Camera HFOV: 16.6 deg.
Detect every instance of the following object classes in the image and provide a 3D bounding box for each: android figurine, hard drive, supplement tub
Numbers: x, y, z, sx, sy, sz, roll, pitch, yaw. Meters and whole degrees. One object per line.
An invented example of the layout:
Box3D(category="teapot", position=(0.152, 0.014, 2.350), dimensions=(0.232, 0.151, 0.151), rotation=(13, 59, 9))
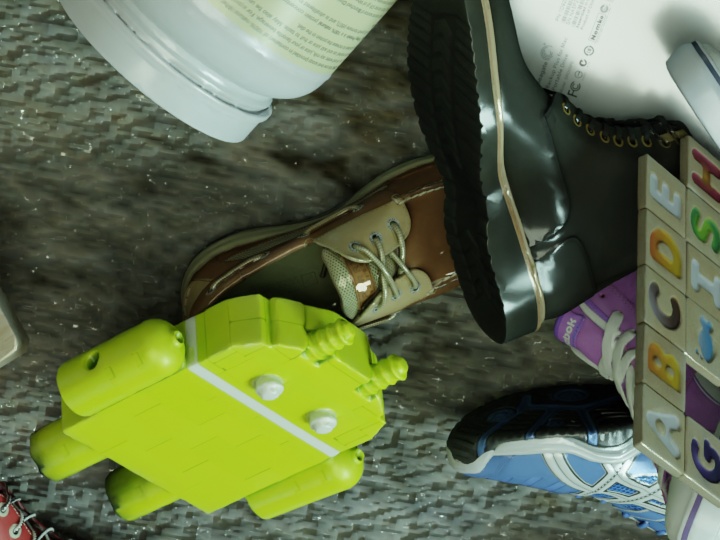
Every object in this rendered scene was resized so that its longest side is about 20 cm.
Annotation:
Box3D(category="android figurine", position=(-0.070, 0.075, 1.292), dimensions=(0.200, 0.041, 0.182), rotation=(-24, 141, 26))
Box3D(category="hard drive", position=(0.161, -0.122, 1.271), dimensions=(0.200, 0.026, 0.132), rotation=(18, 109, -6))
Box3D(category="supplement tub", position=(-0.039, -0.175, 1.192), dimensions=(0.145, 0.145, 0.200), rotation=(39, 105, -12))

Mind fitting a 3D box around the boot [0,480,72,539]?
Box3D(category="boot", position=(-0.183, 0.138, 1.349), dimensions=(0.144, 0.072, 0.200), rotation=(-2, 113, -3))

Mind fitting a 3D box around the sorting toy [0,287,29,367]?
Box3D(category="sorting toy", position=(-0.308, 0.005, 1.265), dimensions=(0.200, 0.070, 0.199), rotation=(-31, 86, 10))

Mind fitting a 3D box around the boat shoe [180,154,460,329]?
Box3D(category="boat shoe", position=(0.000, 0.000, 1.291), dimensions=(0.200, 0.074, 0.076), rotation=(-22, 108, 8))

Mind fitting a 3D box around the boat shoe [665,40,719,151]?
Box3D(category="boat shoe", position=(0.244, -0.057, 1.240), dimensions=(0.086, 0.075, 0.202), rotation=(-40, 106, 14))

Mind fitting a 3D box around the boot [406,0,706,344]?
Box3D(category="boot", position=(0.105, -0.077, 1.227), dimensions=(0.138, 0.077, 0.200), rotation=(-21, 124, -17))

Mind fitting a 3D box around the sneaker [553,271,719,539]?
Box3D(category="sneaker", position=(0.149, 0.065, 1.256), dimensions=(0.114, 0.201, 0.073), rotation=(12, 131, 6))

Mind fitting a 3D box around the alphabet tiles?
Box3D(category="alphabet tiles", position=(0.187, 0.037, 1.204), dimensions=(0.008, 0.200, 0.167), rotation=(-25, 135, 36))

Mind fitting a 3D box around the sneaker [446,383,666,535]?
Box3D(category="sneaker", position=(0.146, 0.106, 1.325), dimensions=(0.200, 0.076, 0.077), rotation=(0, 109, 0))
